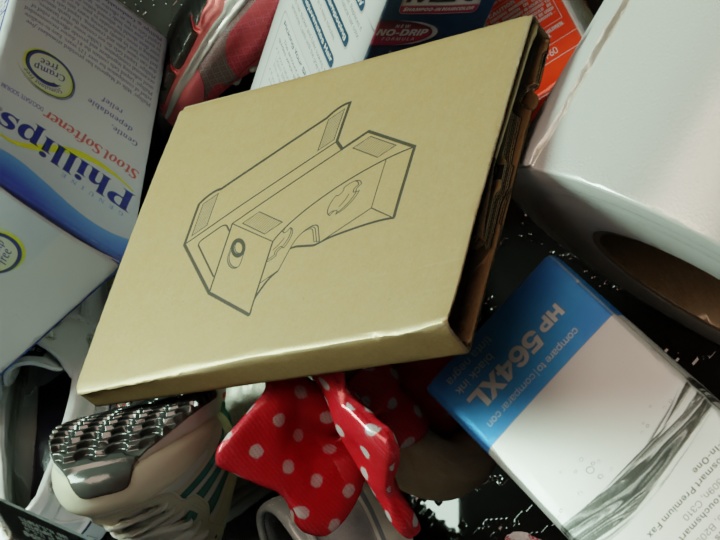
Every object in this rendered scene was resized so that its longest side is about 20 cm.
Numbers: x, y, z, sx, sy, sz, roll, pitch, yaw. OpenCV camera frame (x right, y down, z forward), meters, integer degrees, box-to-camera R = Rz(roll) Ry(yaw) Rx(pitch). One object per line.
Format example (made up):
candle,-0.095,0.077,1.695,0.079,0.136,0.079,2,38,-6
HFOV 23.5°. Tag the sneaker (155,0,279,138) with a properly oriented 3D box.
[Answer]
sneaker,-0.053,-0.150,1.009,0.200,0.087,0.074,-56,19,23

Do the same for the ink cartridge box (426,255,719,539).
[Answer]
ink cartridge box,0.141,0.104,0.724,0.084,0.146,0.200,-46,52,3

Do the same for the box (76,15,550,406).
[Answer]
box,-0.022,-0.023,0.741,0.199,0.021,0.164,-10,48,35

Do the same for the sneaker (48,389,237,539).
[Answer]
sneaker,-0.088,0.104,0.795,0.070,0.200,0.094,-12,92,3

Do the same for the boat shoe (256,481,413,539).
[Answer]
boat shoe,0.002,0.190,0.776,0.070,0.071,0.201,-44,61,55

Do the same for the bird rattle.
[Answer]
bird rattle,0.013,0.041,0.790,0.113,0.163,0.200,-41,43,20

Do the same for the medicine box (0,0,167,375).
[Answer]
medicine box,-0.210,-0.048,0.972,0.182,0.103,0.200,-38,32,32

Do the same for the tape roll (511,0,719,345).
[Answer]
tape roll,0.179,-0.047,0.739,0.202,0.203,0.139,27,84,37

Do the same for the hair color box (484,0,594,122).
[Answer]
hair color box,0.080,-0.138,0.898,0.064,0.111,0.200,-30,55,15

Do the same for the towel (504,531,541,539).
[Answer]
towel,0.113,0.221,0.716,0.200,0.030,0.147,42,132,38

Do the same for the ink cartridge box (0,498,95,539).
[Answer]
ink cartridge box,-0.179,0.214,0.834,0.200,0.198,0.047,-48,52,4

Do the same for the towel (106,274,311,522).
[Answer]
towel,-0.075,0.035,0.939,0.132,0.034,0.201,-35,54,29

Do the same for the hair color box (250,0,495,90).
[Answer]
hair color box,0.002,-0.111,0.859,0.200,0.060,0.100,114,144,-48

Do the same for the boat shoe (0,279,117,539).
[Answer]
boat shoe,-0.172,0.057,0.985,0.073,0.065,0.201,-20,58,22
